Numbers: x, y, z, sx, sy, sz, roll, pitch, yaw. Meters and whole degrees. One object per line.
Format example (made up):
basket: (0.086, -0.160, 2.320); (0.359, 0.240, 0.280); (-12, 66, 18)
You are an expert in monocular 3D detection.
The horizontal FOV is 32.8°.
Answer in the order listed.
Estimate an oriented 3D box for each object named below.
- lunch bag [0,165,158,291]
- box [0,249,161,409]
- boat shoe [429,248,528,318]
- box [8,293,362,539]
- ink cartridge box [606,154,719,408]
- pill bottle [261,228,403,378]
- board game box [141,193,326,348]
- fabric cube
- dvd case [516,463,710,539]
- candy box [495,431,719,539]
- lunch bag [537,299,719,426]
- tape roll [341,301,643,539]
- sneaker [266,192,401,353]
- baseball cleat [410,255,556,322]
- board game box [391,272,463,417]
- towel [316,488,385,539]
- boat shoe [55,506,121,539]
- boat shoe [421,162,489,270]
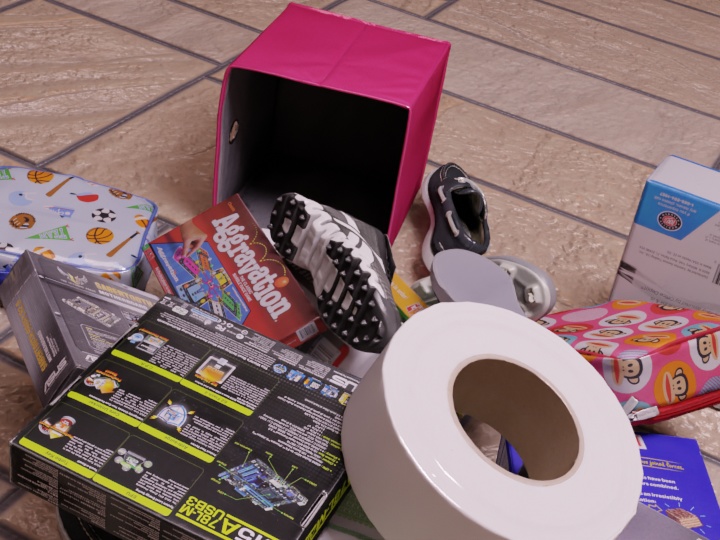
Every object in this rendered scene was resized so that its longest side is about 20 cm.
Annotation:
lunch bag: (-0.300, -0.025, 1.180); (0.199, 0.076, 0.160); (9, 35, -3)
box: (-0.184, 0.072, 1.004); (0.200, 0.048, 0.158); (23, 19, -42)
boat shoe: (0.110, 0.058, 1.037); (0.071, 0.070, 0.200); (-6, 36, -24)
box: (-0.102, 0.114, 0.845); (0.200, 0.048, 0.193); (22, 41, 14)
ink cartridge box: (0.325, 0.012, 1.178); (0.146, 0.200, 0.084); (23, 33, 18)
pill bottle: (-0.045, 0.052, 1.095); (0.114, 0.114, 0.200); (-18, 42, -36)
board game box: (-0.114, 0.013, 1.058); (0.103, 0.019, 0.200); (-29, 43, -8)
fabric cube: (-0.031, -0.151, 1.329); (0.199, 0.197, 0.199); (15, 34, 8)
dvd case: (0.149, 0.216, 0.844); (0.148, 0.016, 0.200); (28, 39, 15)
candy box: (0.196, 0.212, 0.953); (0.169, 0.077, 0.200); (7, 35, -4)
lunch bag: (0.213, 0.082, 1.086); (0.176, 0.082, 0.200); (-12, 9, -32)
tape roll: (0.091, 0.120, 0.837); (0.202, 0.071, 0.203); (19, 42, -18)
sneaker: (0.000, 0.000, 1.015); (0.090, 0.067, 0.200); (8, 27, -33)
baseball cleat: (0.130, 0.018, 1.167); (0.106, 0.070, 0.200); (-10, 4, -37)
board game box: (0.041, 0.047, 1.132); (0.030, 0.096, 0.200); (-29, 41, -9)
towel: (-0.023, 0.170, 0.843); (0.149, 0.031, 0.200); (17, 35, 13)
boat shoe: (-0.204, 0.151, 0.950); (0.075, 0.060, 0.200); (-9, 37, -26)
boat shoe: (0.110, -0.063, 1.329); (0.076, 0.060, 0.200); (30, 33, -21)
